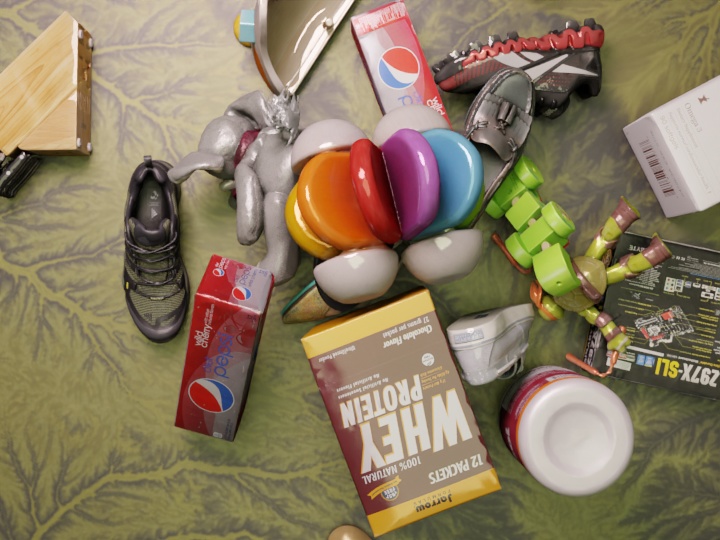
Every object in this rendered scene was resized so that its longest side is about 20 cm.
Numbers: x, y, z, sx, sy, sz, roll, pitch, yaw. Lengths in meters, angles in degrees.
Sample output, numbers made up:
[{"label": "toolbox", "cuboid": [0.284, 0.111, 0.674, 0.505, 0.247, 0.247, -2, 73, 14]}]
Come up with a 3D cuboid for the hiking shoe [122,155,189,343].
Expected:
[{"label": "hiking shoe", "cuboid": [-0.228, -0.021, 1.159, 0.075, 0.101, 0.202, -5, 90, 0]}]

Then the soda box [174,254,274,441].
[{"label": "soda box", "cuboid": [-0.142, 0.084, 1.117, 0.069, 0.064, 0.201, 16, 130, -1]}]

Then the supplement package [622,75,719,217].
[{"label": "supplement package", "cuboid": [0.406, -0.154, 1.158, 0.199, 0.117, 0.118, -28, 89, -1]}]

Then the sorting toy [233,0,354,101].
[{"label": "sorting toy", "cuboid": [-0.066, -0.294, 1.123, 0.106, 0.180, 0.201, 33, 89, 0]}]

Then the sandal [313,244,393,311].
[{"label": "sandal", "cuboid": [0.012, -0.051, 1.116, 0.075, 0.048, 0.202, 25, 95, -20]}]

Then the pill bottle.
[{"label": "pill bottle", "cuboid": [0.203, 0.158, 1.112, 0.112, 0.200, 0.114, 0, 90, 0]}]

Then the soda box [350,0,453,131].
[{"label": "soda box", "cuboid": [0.052, -0.186, 1.178, 0.063, 0.070, 0.202, -20, 91, 0]}]

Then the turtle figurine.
[{"label": "turtle figurine", "cuboid": [0.237, -0.002, 1.148, 0.161, 0.064, 0.201, -43, 68, 17]}]

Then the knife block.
[{"label": "knife block", "cuboid": [-0.385, -0.176, 1.177, 0.174, 0.064, 0.202, 1, 90, -1]}]

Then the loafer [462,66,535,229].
[{"label": "loafer", "cuboid": [0.129, -0.113, 1.112, 0.071, 0.063, 0.201, 24, 97, -6]}]

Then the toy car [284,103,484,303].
[{"label": "toy car", "cuboid": [0.030, -0.074, 1.016, 0.198, 0.150, 0.177, -12, 78, -12]}]

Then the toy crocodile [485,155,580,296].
[{"label": "toy crocodile", "cuboid": [0.179, -0.060, 1.144, 0.067, 0.062, 0.201, -42, 46, 20]}]

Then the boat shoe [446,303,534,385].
[{"label": "boat shoe", "cuboid": [0.138, 0.078, 1.119, 0.069, 0.201, 0.072, -10, 92, 22]}]

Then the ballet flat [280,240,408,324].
[{"label": "ballet flat", "cuboid": [0.000, 0.000, 1.177, 0.071, 0.071, 0.200, 44, 86, 0]}]

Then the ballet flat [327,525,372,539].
[{"label": "ballet flat", "cuboid": [0.014, 0.378, 1.177, 0.068, 0.063, 0.202, -20, 90, -1]}]

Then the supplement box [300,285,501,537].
[{"label": "supplement box", "cuboid": [0.041, 0.134, 1.110, 0.132, 0.197, 0.202, -21, 90, 2]}]

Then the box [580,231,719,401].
[{"label": "box", "cuboid": [0.358, 0.053, 1.190, 0.198, 0.049, 0.161, 11, 92, 0]}]

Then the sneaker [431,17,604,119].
[{"label": "sneaker", "cuboid": [0.177, -0.208, 1.169, 0.198, 0.071, 0.099, -12, 93, -13]}]

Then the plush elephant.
[{"label": "plush elephant", "cuboid": [-0.110, -0.105, 1.144, 0.165, 0.154, 0.201, -44, 134, -35]}]
